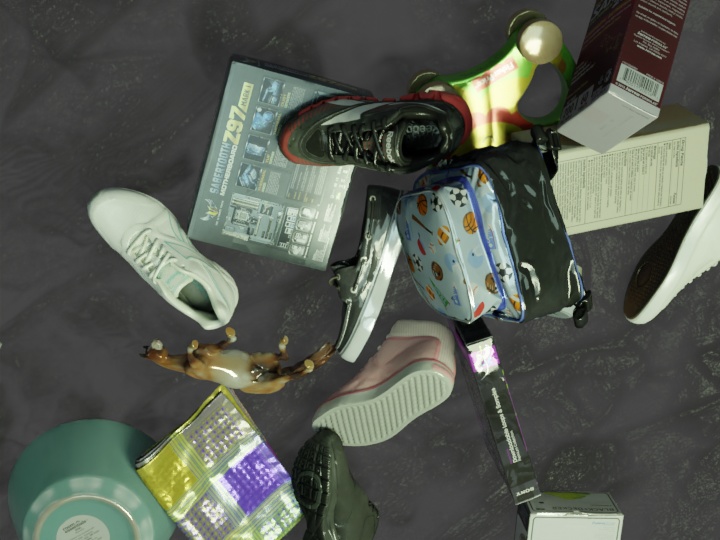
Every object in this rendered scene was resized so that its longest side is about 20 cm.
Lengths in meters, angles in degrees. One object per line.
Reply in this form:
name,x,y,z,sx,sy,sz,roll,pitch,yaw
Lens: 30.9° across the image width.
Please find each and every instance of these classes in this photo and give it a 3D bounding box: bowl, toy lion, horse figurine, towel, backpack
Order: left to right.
bowl,-0.301,0.279,1.465,0.201,0.105,0.201,-2,108,-6
towel,-0.153,0.244,1.480,0.144,0.023,0.200,-40,111,-23
horse figurine,-0.131,0.100,1.433,0.200,0.133,0.050,9,66,-21
backpack,0.124,-0.033,1.309,0.154,0.190,0.200,-13,95,-13
toy lion,0.153,-0.152,1.401,0.200,0.069,0.192,-31,115,4

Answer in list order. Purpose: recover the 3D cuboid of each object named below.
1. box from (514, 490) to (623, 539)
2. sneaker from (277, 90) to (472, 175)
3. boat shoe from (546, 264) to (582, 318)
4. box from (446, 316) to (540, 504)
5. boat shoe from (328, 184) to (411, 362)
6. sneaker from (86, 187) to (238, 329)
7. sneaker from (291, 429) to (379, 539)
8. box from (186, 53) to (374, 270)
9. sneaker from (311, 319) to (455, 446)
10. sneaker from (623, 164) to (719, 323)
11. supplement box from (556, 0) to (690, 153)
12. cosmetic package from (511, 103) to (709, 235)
box,0.243,0.367,1.573,0.117,0.060,0.200,1,108,-6
sneaker,0.011,-0.135,1.307,0.200,0.098,0.071,-4,111,8
boat shoe,0.152,-0.004,1.449,0.200,0.072,0.062,19,76,-11
box,0.145,0.140,1.447,0.036,0.143,0.200,-18,109,-1
boat shoe,0.000,0.000,1.427,0.066,0.070,0.200,19,104,-4
sneaker,-0.208,-0.014,1.394,0.200,0.080,0.070,41,101,-15
sneaker,-0.024,0.272,1.509,0.091,0.076,0.200,-16,114,-32
box,-0.087,-0.113,1.389,0.158,0.051,0.200,13,106,-11
sneaker,0.032,0.123,1.474,0.075,0.105,0.200,39,130,-24
sneaker,0.375,-0.014,1.457,0.085,0.073,0.200,25,108,-21
supplement box,0.270,-0.230,1.310,0.061,0.109,0.200,25,68,-12
cosmetic package,0.265,-0.107,1.391,0.200,0.071,0.105,-10,120,-14
